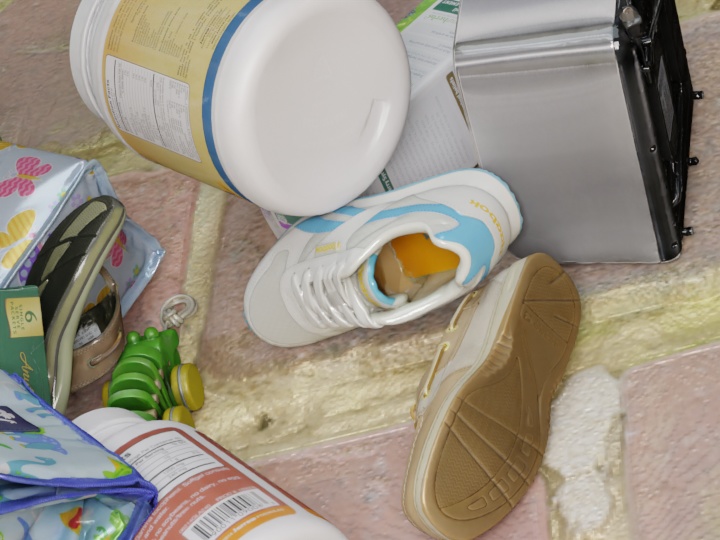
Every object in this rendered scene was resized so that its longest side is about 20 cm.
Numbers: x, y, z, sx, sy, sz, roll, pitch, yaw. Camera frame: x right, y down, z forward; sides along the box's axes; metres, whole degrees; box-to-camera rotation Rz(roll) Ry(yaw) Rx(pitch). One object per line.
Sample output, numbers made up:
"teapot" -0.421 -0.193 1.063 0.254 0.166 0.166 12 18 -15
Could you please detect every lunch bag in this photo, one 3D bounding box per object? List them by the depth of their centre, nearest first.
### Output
"lunch bag" -0.231 0.130 1.237 0.199 0.128 0.170 -28 39 -30
"lunch bag" -0.259 0.015 1.542 0.169 0.127 0.200 15 62 41

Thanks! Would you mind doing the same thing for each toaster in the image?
"toaster" 0.137 -0.125 1.435 0.118 0.201 0.181 -6 40 16

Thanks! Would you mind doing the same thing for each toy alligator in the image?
"toy alligator" -0.134 0.065 1.467 0.059 0.054 0.201 -13 38 14

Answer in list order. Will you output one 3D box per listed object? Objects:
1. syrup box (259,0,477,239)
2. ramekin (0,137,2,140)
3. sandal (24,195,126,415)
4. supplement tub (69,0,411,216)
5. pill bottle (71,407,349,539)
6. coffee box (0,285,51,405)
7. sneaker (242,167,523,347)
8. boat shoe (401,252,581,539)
"syrup box" 0.024 -0.094 1.556 0.200 0.082 0.079 -42 37 -24
"ramekin" -0.347 -0.061 1.704 0.199 0.098 0.201 -15 37 12
"sandal" -0.180 0.051 1.450 0.080 0.057 0.202 25 101 63
"supplement tub" -0.079 -0.125 1.464 0.145 0.145 0.200 -40 37 -22
"pill bottle" -0.096 0.151 1.290 0.112 0.113 0.200 -38 38 -19
"coffee box" -0.271 0.080 1.439 0.199 0.124 0.044 -8 -4 39
"sneaker" 0.000 0.000 1.416 0.199 0.077 0.081 -25 15 34
"boat shoe" 0.066 0.078 1.338 0.069 0.074 0.200 -22 29 44
